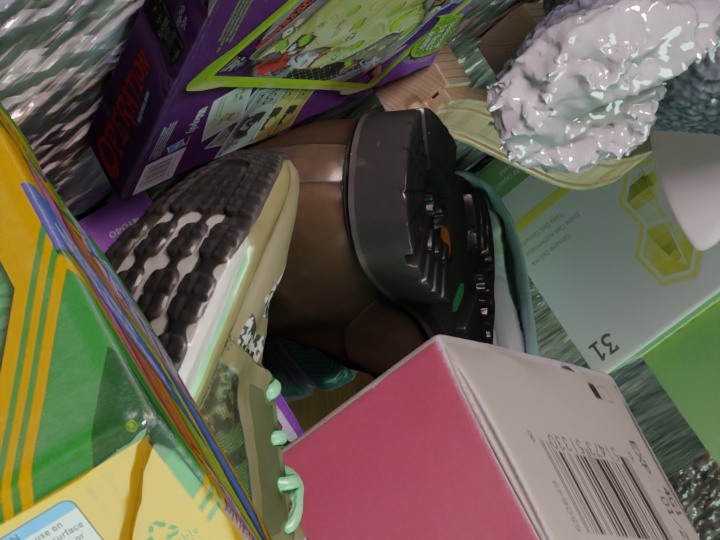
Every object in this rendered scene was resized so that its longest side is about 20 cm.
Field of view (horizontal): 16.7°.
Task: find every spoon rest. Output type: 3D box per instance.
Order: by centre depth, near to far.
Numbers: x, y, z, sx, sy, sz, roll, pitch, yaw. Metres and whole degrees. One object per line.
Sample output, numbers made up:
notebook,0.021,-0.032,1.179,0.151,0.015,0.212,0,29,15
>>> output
spoon rest,0.158,-0.070,0.818,0.200,0.061,0.099,-28,167,-47

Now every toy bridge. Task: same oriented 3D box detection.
toy bridge,0.070,-0.062,0.865,0.027,0.067,0.200,-39,166,31

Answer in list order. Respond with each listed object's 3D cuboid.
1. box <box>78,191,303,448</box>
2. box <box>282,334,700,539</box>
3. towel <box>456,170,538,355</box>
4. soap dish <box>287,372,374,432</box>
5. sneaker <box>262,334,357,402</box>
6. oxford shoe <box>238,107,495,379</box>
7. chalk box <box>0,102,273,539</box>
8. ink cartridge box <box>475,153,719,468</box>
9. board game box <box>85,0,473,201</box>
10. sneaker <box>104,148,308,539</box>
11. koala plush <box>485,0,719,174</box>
box,-0.125,0.075,0.835,0.200,0.039,0.137,-31,135,-2
box,0.006,0.125,0.832,0.200,0.109,0.128,-38,154,22
towel,0.033,0.080,1.054,0.048,0.200,0.171,0,159,-16
soap dish,-0.032,0.105,1.055,0.081,0.158,0.200,-2,161,-11
sneaker,-0.060,0.023,0.932,0.200,0.074,0.088,-29,-168,-7
oxford shoe,0.000,0.000,0.831,0.084,0.073,0.200,-2,155,14
chalk box,-0.111,0.040,0.612,0.125,0.200,0.124,-33,135,-3
ink cartridge box,0.156,0.002,1.008,0.145,0.200,0.048,-39,168,33
board game box,-0.001,-0.091,0.669,0.120,0.032,0.200,-21,165,-25
sneaker,-0.047,0.063,0.730,0.089,0.200,0.077,21,176,-36
koala plush,0.129,-0.103,0.666,0.200,0.184,0.177,-24,-155,33
